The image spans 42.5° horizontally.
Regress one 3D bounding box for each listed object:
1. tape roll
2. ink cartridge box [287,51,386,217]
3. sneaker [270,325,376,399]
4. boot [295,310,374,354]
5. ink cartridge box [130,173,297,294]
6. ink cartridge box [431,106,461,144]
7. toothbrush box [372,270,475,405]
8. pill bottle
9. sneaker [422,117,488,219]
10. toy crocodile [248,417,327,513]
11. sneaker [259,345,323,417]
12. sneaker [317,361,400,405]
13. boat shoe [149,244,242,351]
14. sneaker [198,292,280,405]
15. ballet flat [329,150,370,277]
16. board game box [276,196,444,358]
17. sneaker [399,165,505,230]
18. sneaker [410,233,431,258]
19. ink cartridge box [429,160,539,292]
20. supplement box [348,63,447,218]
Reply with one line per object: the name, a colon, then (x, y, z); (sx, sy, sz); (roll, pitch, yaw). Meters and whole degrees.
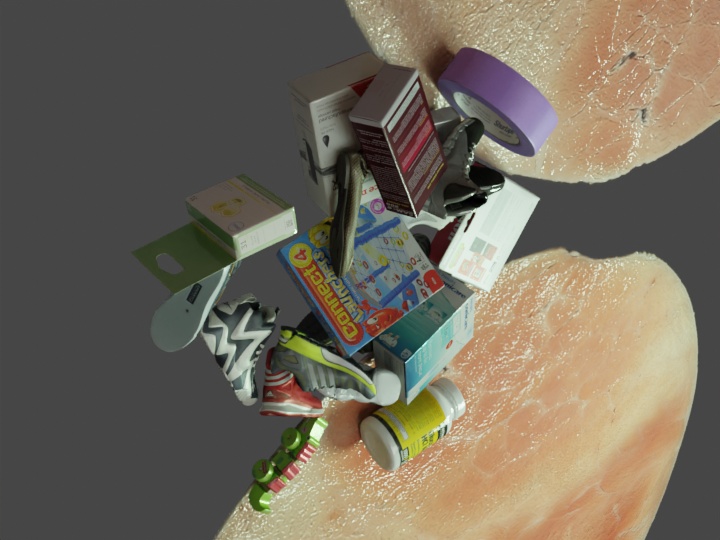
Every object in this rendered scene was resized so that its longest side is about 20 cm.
tape roll: (0.220, -0.270, 1.495); (0.066, 0.199, 0.200); (-53, 138, -1)
ink cartridge box: (-0.017, -0.202, 1.396); (0.142, 0.084, 0.203); (-24, 131, -18)
sneaker: (-0.061, 0.164, 1.501); (0.198, 0.074, 0.082); (30, 94, -18)
boot: (-0.025, 0.118, 1.614); (0.198, 0.077, 0.140); (-31, 138, -23)
ink cartridge box: (-0.206, -0.056, 1.281); (0.198, 0.145, 0.049); (-27, 128, -27)
ink cartridge box: (0.075, -0.173, 1.554); (0.196, 0.057, 0.165); (-13, 126, -11)
toothbrush box: (0.118, 0.123, 1.698); (0.200, 0.085, 0.148); (-43, 150, -26)
pill bottle: (0.106, 0.294, 1.810); (0.198, 0.112, 0.114); (-29, 132, -26)
sneaker: (0.168, -0.152, 1.476); (0.201, 0.114, 0.075); (-50, 152, -21)
toy crocodile: (-0.130, 0.346, 1.666); (0.200, 0.061, 0.068); (-48, 138, -8)
sneaker: (-0.108, 0.189, 1.574); (0.200, 0.077, 0.118); (30, 63, -75)
sneaker: (-0.035, 0.188, 1.612); (0.197, 0.114, 0.077); (18, 80, -33)
boat shoe: (-0.236, 0.032, 1.369); (0.201, 0.071, 0.091); (-52, 179, 27)
sneaker: (-0.171, 0.117, 1.470); (0.128, 0.079, 0.201); (-32, 123, -11)
ballet flat: (-0.016, -0.082, 1.380); (0.046, 0.067, 0.204); (-5, 117, -22)
board game box: (0.000, 0.000, 1.471); (0.194, 0.056, 0.202); (-35, 90, -14)
sneaker: (0.147, -0.117, 1.554); (0.196, 0.075, 0.090); (-12, 126, -5)
sneaker: (0.089, 0.003, 1.588); (0.200, 0.086, 0.075); (-52, 125, -45)
ink cartridge box: (0.210, -0.084, 1.688); (0.174, 0.084, 0.202); (21, 100, -47)
supplement box: (0.059, -0.185, 1.340); (0.110, 0.060, 0.201); (-56, 145, -25)
